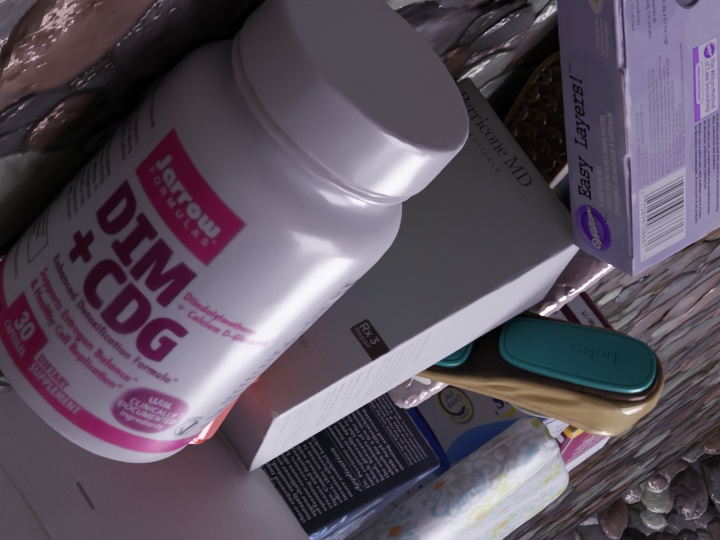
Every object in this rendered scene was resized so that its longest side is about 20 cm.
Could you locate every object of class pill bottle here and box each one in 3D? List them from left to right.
[{"bbox_3d":[-0.056,-0.021,0.888,0.200,0.113,0.113,-44,164,29],"label":"pill bottle"}]

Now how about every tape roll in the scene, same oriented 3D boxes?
[{"bbox_3d":[-0.141,0.146,1.112,0.203,0.139,0.203,-33,165,-10],"label":"tape roll"}]

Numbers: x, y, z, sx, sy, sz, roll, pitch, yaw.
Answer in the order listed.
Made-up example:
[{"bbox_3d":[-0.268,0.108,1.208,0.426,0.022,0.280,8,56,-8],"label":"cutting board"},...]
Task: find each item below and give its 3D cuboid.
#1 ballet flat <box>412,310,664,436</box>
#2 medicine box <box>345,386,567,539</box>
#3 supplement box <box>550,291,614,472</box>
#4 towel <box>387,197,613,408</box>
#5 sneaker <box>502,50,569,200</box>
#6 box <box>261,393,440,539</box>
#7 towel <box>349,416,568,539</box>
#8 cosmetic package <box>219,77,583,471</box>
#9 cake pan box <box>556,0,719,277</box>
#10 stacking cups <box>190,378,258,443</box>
[{"bbox_3d":[0.062,0.046,1.172,0.063,0.200,0.069,108,2,-54],"label":"ballet flat"},{"bbox_3d":[0.041,0.135,1.652,0.182,0.103,0.200,-19,158,-49],"label":"medicine box"},{"bbox_3d":[0.156,0.099,1.795,0.086,0.110,0.200,-32,166,-16],"label":"supplement box"},{"bbox_3d":[0.101,-0.016,1.279,0.200,0.032,0.191,-38,-165,17],"label":"towel"},{"bbox_3d":[0.097,-0.056,1.233,0.090,0.067,0.200,-19,158,-50],"label":"sneaker"},{"bbox_3d":[-0.073,0.141,1.358,0.148,0.107,0.200,-41,168,34],"label":"box"},{"bbox_3d":[0.069,0.175,1.552,0.171,0.048,0.200,-39,165,-2],"label":"towel"},{"bbox_3d":[0.000,0.000,1.100,0.200,0.113,0.081,-32,166,-24],"label":"cosmetic package"},{"bbox_3d":[0.179,-0.115,1.066,0.184,0.052,0.200,-28,128,-26],"label":"cake pan box"},{"bbox_3d":[-0.037,-0.013,0.985,0.200,0.060,0.060,-55,161,18],"label":"stacking cups"}]
